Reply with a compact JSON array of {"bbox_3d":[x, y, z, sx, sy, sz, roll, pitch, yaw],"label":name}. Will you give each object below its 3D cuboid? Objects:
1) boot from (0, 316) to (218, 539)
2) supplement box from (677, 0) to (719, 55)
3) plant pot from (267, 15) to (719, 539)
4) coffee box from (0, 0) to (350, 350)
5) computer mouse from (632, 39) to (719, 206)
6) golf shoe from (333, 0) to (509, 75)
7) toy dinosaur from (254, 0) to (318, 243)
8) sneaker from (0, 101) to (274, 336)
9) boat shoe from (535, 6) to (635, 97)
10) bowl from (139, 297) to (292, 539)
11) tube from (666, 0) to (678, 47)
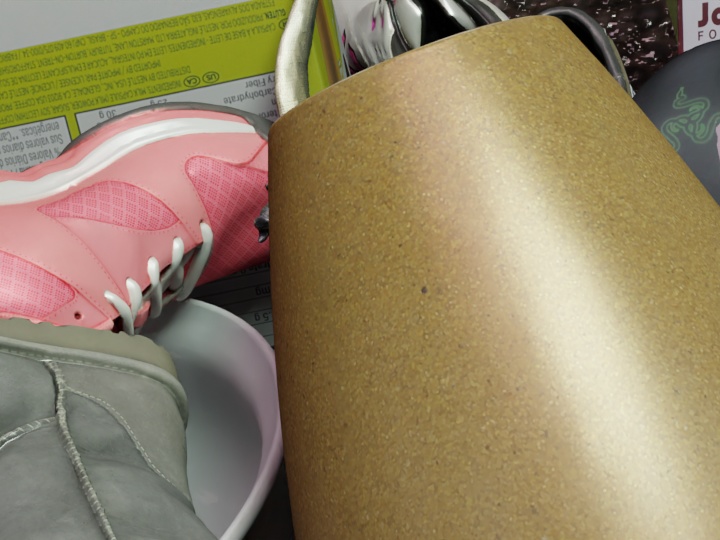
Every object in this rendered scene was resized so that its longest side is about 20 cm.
[{"bbox_3d":[-0.102,0.088,0.807,0.182,0.073,0.200,0,38,-18],"label":"boot"},{"bbox_3d":[0.167,0.000,0.983,0.109,0.200,0.061,-5,-6,40],"label":"supplement box"},{"bbox_3d":[0.049,0.036,0.844,0.186,0.200,0.186,-22,-6,-2],"label":"plant pot"},{"bbox_3d":[-0.102,-0.049,1.111,0.200,0.198,0.200,-12,23,4],"label":"coffee box"},{"bbox_3d":[0.124,0.018,0.931,0.138,0.053,0.200,-15,76,24],"label":"computer mouse"},{"bbox_3d":[0.033,-0.096,1.236,0.073,0.092,0.200,-29,39,-14],"label":"golf shoe"},{"bbox_3d":[0.000,0.000,0.943,0.047,0.200,0.088,-28,-5,29],"label":"toy dinosaur"},{"bbox_3d":[-0.094,0.006,0.948,0.200,0.074,0.087,-11,53,-27],"label":"sneaker"},{"bbox_3d":[0.072,-0.015,1.027,0.070,0.066,0.200,-4,46,15],"label":"boat shoe"},{"bbox_3d":[-0.101,0.105,0.961,0.201,0.090,0.201,-17,33,12],"label":"bowl"},{"bbox_3d":[0.144,-0.106,1.123,0.052,0.200,0.058,-6,39,14],"label":"tube"}]
